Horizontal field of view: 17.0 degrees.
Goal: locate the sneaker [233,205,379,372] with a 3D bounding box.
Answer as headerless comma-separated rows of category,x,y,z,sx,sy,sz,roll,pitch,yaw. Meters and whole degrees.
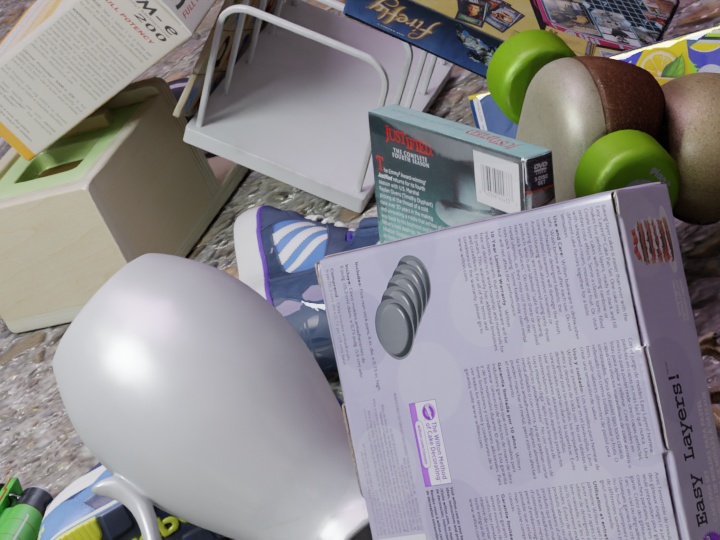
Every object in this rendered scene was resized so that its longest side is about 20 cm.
sneaker,0.000,0.000,1.511,0.146,0.081,0.200,-16,21,3

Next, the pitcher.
pitcher,-0.078,0.102,1.246,0.172,0.200,0.121,-45,-11,-21

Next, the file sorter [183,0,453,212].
file sorter,-0.016,-0.165,1.721,0.138,0.125,0.200,23,39,8

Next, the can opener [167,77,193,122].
can opener,-0.086,-0.130,1.853,0.199,0.067,0.053,-16,6,22

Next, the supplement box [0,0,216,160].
supplement box,-0.178,-0.177,1.698,0.200,0.074,0.126,-32,20,41

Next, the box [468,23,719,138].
box,0.174,-0.105,1.520,0.199,0.070,0.064,-14,1,26

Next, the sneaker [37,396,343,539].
sneaker,-0.099,0.118,1.365,0.199,0.074,0.082,-27,22,-3

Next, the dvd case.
dvd case,0.057,0.025,1.223,0.022,0.201,0.146,-17,20,-28

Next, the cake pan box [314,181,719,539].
cake pan box,0.077,0.073,1.122,0.184,0.201,0.052,-15,-4,42

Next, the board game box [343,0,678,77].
board game box,0.105,-0.180,1.645,0.199,0.035,0.136,25,41,7

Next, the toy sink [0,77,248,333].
toy sink,-0.189,-0.063,1.775,0.130,0.112,0.200,-11,28,31

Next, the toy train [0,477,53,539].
toy train,-0.230,0.186,1.404,0.056,0.042,0.200,-6,30,20

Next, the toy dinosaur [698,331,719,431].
toy dinosaur,0.146,0.078,1.213,0.101,0.058,0.200,-33,24,-12

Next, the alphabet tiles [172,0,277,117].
alphabet tiles,-0.079,-0.191,1.755,0.168,0.008,0.200,-65,-5,9

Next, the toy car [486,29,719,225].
toy car,0.188,-0.052,1.387,0.199,0.158,0.164,-6,31,-18
